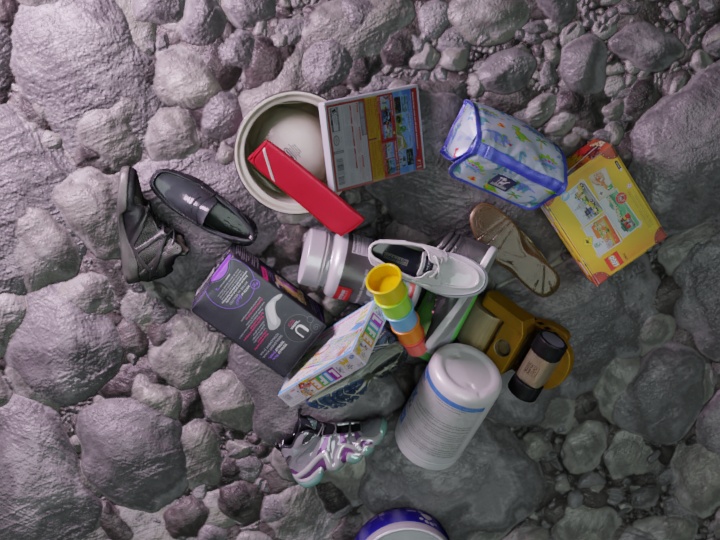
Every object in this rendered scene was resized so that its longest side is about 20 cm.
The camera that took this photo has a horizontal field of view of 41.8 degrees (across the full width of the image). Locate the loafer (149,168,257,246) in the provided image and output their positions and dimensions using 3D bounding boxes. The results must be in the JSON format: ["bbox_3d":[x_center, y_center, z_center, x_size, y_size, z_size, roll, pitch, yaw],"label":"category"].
[{"bbox_3d":[-0.257,-0.106,1.561,0.200,0.070,0.068,32,90,-13],"label":"loafer"}]

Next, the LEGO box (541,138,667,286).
[{"bbox_3d":[0.409,-0.100,1.627,0.148,0.077,0.201,-35,106,4],"label":"LEGO box"}]

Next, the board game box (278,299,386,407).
[{"bbox_3d":[-0.044,0.138,1.572,0.034,0.135,0.199,43,132,-15],"label":"board game box"}]

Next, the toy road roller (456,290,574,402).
[{"bbox_3d":[0.283,0.127,1.666,0.199,0.146,0.124,37,117,22],"label":"toy road roller"}]

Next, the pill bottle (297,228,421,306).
[{"bbox_3d":[0.000,0.000,1.595,0.198,0.114,0.115,14,104,-9],"label":"pill bottle"}]

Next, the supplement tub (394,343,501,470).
[{"bbox_3d":[0.150,0.236,1.630,0.131,0.133,0.201,17,129,-10],"label":"supplement tub"}]

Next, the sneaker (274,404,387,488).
[{"bbox_3d":[-0.061,0.288,1.687,0.199,0.078,0.140,-33,107,3],"label":"sneaker"}]

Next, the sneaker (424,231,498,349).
[{"bbox_3d":[0.137,0.027,1.565,0.099,0.071,0.201,32,97,15],"label":"sneaker"}]

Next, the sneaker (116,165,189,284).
[{"bbox_3d":[-0.345,-0.078,1.562,0.113,0.076,0.201,-6,109,-6],"label":"sneaker"}]

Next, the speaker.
[{"bbox_3d":[0.149,0.057,1.640,0.088,0.089,0.201,24,101,-11],"label":"speaker"}]

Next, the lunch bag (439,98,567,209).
[{"bbox_3d":[0.234,-0.183,1.524,0.169,0.200,0.128,22,102,-12],"label":"lunch bag"}]

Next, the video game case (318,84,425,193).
[{"bbox_3d":[0.022,-0.217,1.534,0.199,0.017,0.144,-18,110,-35],"label":"video game case"}]

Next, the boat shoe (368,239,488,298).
[{"bbox_3d":[0.105,-0.003,1.500,0.198,0.065,0.074,11,87,8],"label":"boat shoe"}]

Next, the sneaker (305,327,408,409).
[{"bbox_3d":[-0.015,0.171,1.662,0.199,0.086,0.077,-32,149,2],"label":"sneaker"}]

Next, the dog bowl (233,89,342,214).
[{"bbox_3d":[-0.108,-0.198,1.552,0.198,0.074,0.202,-2,106,-6],"label":"dog bowl"}]

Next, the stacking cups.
[{"bbox_3d":[0.063,0.070,1.534,0.060,0.061,0.201,-24,140,1],"label":"stacking cups"}]

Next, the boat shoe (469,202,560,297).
[{"bbox_3d":[0.263,-0.035,1.637,0.074,0.066,0.200,-41,92,7],"label":"boat shoe"}]

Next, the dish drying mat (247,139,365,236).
[{"bbox_3d":[-0.088,-0.129,1.502,0.200,0.077,0.018,40,54,-14],"label":"dish drying mat"}]

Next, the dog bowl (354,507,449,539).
[{"bbox_3d":[0.081,0.554,1.773,0.198,0.079,0.202,-1,105,-5],"label":"dog bowl"}]

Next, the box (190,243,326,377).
[{"bbox_3d":[-0.172,0.065,1.600,0.199,0.106,0.123,38,98,-13],"label":"box"}]
